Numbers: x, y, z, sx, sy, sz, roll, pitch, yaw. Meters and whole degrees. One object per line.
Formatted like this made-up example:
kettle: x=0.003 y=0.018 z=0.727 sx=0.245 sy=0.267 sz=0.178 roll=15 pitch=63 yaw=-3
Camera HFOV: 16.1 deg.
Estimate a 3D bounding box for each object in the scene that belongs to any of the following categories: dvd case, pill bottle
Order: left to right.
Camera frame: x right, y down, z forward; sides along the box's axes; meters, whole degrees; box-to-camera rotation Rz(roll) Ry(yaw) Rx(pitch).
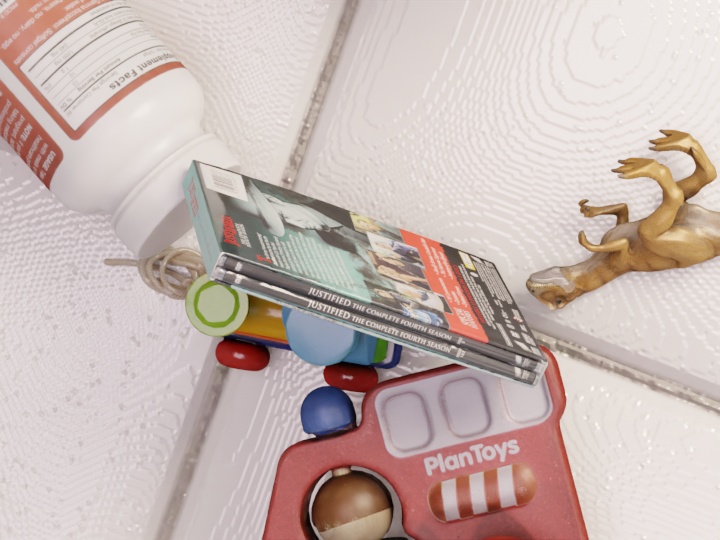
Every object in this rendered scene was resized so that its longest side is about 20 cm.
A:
pill bottle: x=-0.167 y=-0.108 z=1.540 sx=0.112 sy=0.112 sz=0.200 roll=-43 pitch=82 yaw=11
dvd case: x=0.000 y=0.000 z=1.446 sx=0.199 sy=0.146 sz=0.022 roll=20 pitch=108 yaw=-18

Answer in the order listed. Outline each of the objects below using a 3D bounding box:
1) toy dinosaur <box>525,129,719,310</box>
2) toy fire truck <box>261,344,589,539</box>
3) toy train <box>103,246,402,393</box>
toy dinosaur: x=0.194 y=-0.024 z=1.493 sx=0.199 sy=0.060 sz=0.107 roll=-8 pitch=114 yaw=19
toy fire truck: x=0.035 y=0.141 z=1.493 sx=0.199 sy=0.112 sz=0.169 roll=-13 pitch=91 yaw=13
toy train: x=-0.079 y=0.018 z=1.519 sx=0.199 sy=0.116 sz=0.085 roll=11 pitch=93 yaw=13
